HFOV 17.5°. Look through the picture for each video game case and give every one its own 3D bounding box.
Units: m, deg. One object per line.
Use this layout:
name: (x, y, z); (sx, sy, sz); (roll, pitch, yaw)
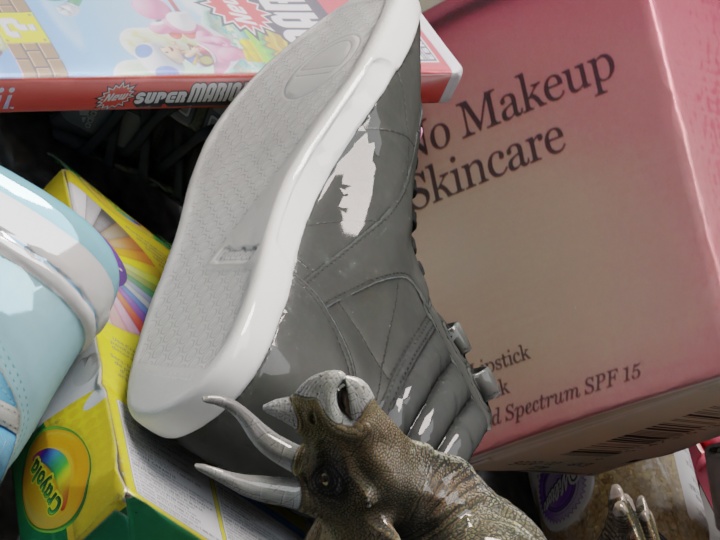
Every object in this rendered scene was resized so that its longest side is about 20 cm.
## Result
video game case: (-0.079, -0.105, 0.794); (0.199, 0.017, 0.143); (-4, 45, -34)

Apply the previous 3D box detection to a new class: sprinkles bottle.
sprinkles bottle: (0.102, 0.090, 0.932); (0.068, 0.068, 0.201); (24, 44, -43)

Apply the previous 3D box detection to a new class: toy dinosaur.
toy dinosaur: (0.037, 0.114, 0.615); (0.077, 0.102, 0.201); (-24, 98, -80)

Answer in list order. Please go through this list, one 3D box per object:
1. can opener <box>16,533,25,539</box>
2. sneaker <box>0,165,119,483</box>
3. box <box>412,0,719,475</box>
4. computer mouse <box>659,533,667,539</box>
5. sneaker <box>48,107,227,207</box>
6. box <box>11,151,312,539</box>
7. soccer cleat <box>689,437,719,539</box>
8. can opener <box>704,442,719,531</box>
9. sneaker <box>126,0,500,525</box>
can opener: (-0.104, 0.143, 0.594); (0.200, 0.066, 0.053); (-62, 159, -53)
sneaker: (-0.172, 0.010, 0.612); (0.199, 0.080, 0.131); (25, 63, -11)
box: (0.088, -0.037, 0.851); (0.109, 0.128, 0.201); (9, 65, -53)
computer mouse: (0.037, 0.170, 0.793); (0.200, 0.046, 0.141); (-8, 95, -43)
sneaker: (-0.061, -0.046, 0.803); (0.081, 0.074, 0.200); (-7, 45, -43)
box: (-0.057, 0.048, 0.724); (0.117, 0.048, 0.200); (38, 19, -30)
soccer cleat: (0.146, 0.048, 1.017); (0.200, 0.067, 0.076); (63, 0, 16)
can opener: (0.163, 0.130, 0.927); (0.200, 0.053, 0.067); (70, 39, -56)
sneaker: (0.000, 0.000, 0.713); (0.099, 0.071, 0.200); (45, 40, -25)
